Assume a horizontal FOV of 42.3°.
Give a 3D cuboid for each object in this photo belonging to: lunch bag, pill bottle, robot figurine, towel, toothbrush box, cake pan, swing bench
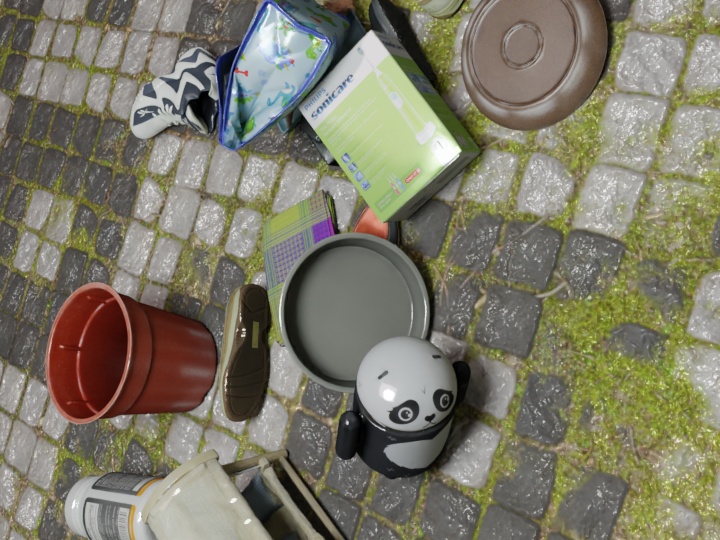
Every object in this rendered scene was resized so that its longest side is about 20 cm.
[{"bbox_3d":[-0.116,-0.267,1.252,0.127,0.170,0.201,31,115,-3],"label":"lunch bag"},{"bbox_3d":[-0.356,0.370,1.425,0.198,0.116,0.118,-4,78,38],"label":"pill bottle"},{"bbox_3d":[0.051,0.168,1.109,0.123,0.201,0.151,19,51,11],"label":"robot figurine"},{"bbox_3d":[-0.081,0.000,1.348,0.143,0.023,0.203,-26,65,31],"label":"towel"},{"bbox_3d":[0.037,-0.186,1.218,0.145,0.086,0.201,-41,79,24],"label":"toothbrush box"},{"bbox_3d":[-0.010,0.054,1.191,0.037,0.197,0.203,172,109,-76],"label":"cake pan"},{"bbox_3d":[-0.145,0.343,1.208,0.199,0.199,0.130,45,107,35],"label":"swing bench"}]

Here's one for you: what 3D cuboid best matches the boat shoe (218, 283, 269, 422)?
[{"bbox_3d":[-0.179,0.123,1.379,0.076,0.071,0.203,-11,65,51],"label":"boat shoe"}]

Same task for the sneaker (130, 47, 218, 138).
[{"bbox_3d":[-0.303,-0.260,1.544,0.198,0.079,0.131,-34,52,16],"label":"sneaker"}]

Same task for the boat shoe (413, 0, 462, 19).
[{"bbox_3d":[0.132,-0.443,1.250,0.073,0.063,0.202,34,100,38],"label":"boat shoe"}]

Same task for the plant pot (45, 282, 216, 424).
[{"bbox_3d":[-0.336,0.134,1.409,0.199,0.194,0.204,-9,75,36],"label":"plant pot"}]

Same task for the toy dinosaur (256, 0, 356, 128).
[{"bbox_3d":[-0.080,-0.310,1.361,0.134,0.086,0.203,8,96,19],"label":"toy dinosaur"}]

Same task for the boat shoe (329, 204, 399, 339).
[{"bbox_3d":[0.000,0.000,1.246,0.070,0.062,0.203,14,85,23],"label":"boat shoe"}]

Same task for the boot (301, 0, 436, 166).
[{"bbox_3d":[-0.006,-0.268,1.323,0.199,0.065,0.166,-38,61,30],"label":"boot"}]

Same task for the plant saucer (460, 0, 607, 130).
[{"bbox_3d":[0.206,-0.276,1.155,0.198,0.032,0.203,1,92,35],"label":"plant saucer"}]

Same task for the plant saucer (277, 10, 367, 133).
[{"bbox_3d":[-0.061,-0.296,1.401,0.200,0.019,0.070,-43,57,22],"label":"plant saucer"}]
